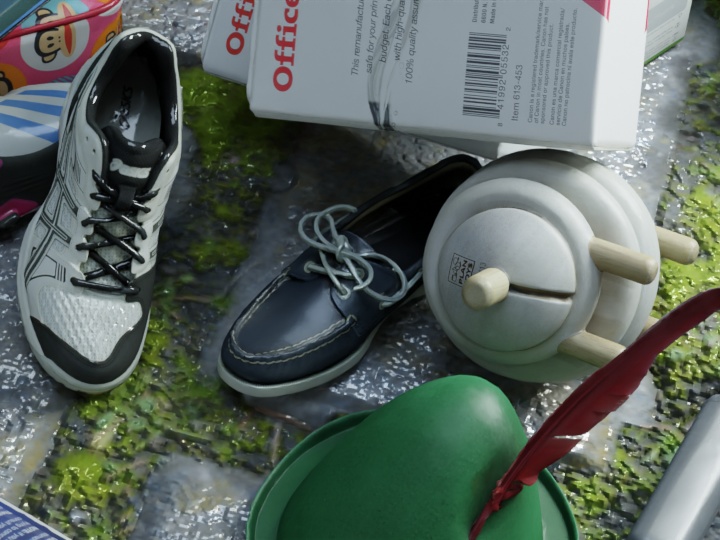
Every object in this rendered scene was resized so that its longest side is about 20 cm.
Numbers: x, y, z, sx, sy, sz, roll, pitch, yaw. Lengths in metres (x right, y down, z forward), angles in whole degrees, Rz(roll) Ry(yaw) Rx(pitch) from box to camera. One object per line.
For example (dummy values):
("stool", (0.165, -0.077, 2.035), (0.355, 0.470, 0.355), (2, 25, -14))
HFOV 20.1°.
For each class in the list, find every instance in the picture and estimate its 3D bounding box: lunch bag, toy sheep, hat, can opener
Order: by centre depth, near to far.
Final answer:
("hat", (0.044, 0.074, 0.978), (0.165, 0.176, 0.200), (37, 53, 24))
("can opener", (0.198, 0.096, 1.062), (0.066, 0.053, 0.200), (28, 50, 19))
("toy sheep", (0.099, -0.001, 1.082), (0.137, 0.138, 0.200), (26, 11, 18))
("lunch bag", (-0.253, -0.178, 1.256), (0.175, 0.082, 0.200), (-18, 51, -21))

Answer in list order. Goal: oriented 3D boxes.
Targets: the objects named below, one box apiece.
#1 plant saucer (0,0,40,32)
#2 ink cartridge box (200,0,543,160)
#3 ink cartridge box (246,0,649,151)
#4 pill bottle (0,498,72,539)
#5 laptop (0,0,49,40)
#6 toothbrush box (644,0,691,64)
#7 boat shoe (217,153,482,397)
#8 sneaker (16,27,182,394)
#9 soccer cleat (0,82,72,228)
("plant saucer", (-0.252, -0.121, 1.124), (0.200, 0.019, 0.070), (-39, 52, 2))
("ink cartridge box", (0.024, -0.158, 1.197), (0.199, 0.147, 0.086), (19, 7, 23))
("ink cartridge box", (0.049, -0.145, 1.094), (0.199, 0.146, 0.084), (8, 5, 22))
("pill bottle", (-0.178, 0.159, 0.921), (0.199, 0.111, 0.111), (27, 49, 19))
("laptop", (-0.259, -0.230, 1.182), (0.187, 0.201, 0.116), (31, 22, 22))
("toothbrush box", (0.097, -0.201, 1.313), (0.145, 0.086, 0.200), (-34, 59, -32))
("boat shoe", (0.000, 0.000, 1.126), (0.200, 0.062, 0.075), (-30, 55, -31))
("sneaker", (-0.138, -0.037, 1.089), (0.075, 0.088, 0.201), (8, 73, -17))
("soccer cleat", (-0.213, -0.065, 1.172), (0.199, 0.070, 0.086), (-12, 34, -21))
